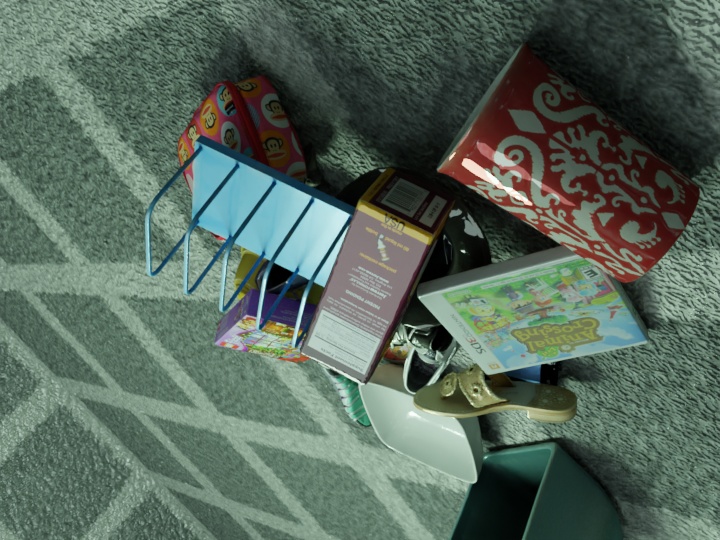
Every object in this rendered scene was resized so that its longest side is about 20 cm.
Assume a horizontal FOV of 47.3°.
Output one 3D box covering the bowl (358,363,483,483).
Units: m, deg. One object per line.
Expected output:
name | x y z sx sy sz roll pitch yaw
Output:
bowl | 0.106 0.228 1.295 0.199 0.075 0.201 16 144 32

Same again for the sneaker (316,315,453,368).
sneaker | 0.037 0.071 1.008 0.076 0.200 0.115 55 178 -37

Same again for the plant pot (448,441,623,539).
plant pot | 0.279 0.403 1.243 0.199 0.197 0.196 35 151 -14

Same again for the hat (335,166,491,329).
hat | 0.061 -0.035 0.966 0.199 0.081 0.202 8 114 17

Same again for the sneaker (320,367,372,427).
sneaker | -0.023 0.176 1.392 0.087 0.074 0.201 37 157 54

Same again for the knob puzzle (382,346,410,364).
knob puzzle | 0.012 0.089 1.243 0.219 0.031 0.220 26 151 16

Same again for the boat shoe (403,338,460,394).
boat shoe | 0.100 0.098 1.110 0.072 0.069 0.200 30 139 1

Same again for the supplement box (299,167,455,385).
supplement box | 0.018 0.007 0.889 0.085 0.110 0.201 26 120 7

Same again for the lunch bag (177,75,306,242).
lunch bag | -0.145 -0.124 1.020 0.200 0.082 0.177 -32 79 55

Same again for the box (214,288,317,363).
box | -0.114 0.082 1.136 0.136 0.039 0.200 15 159 -17

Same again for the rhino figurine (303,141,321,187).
rhino figurine | -0.087 -0.099 1.064 0.200 0.059 0.088 122 131 -59

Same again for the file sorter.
file sorter | -0.122 -0.025 0.909 0.199 0.123 0.139 25 142 6

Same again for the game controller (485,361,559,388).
game controller | 0.203 0.100 1.051 0.104 0.042 0.201 22 146 27

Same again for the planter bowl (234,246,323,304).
planter bowl | -0.130 0.031 1.239 0.200 0.083 0.201 39 157 20

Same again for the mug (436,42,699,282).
mug | 0.191 -0.097 0.753 0.199 0.178 0.134 34 114 -1

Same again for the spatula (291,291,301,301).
spatula | -0.038 0.070 1.174 0.199 0.021 0.057 32 -176 -29

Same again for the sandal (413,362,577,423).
sandal | 0.171 0.143 1.055 0.210 0.078 0.070 3 120 16

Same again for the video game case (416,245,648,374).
video game case | 0.191 0.048 0.903 0.199 0.022 0.182 -16 138 29

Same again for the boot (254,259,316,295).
boot | -0.046 -0.025 1.041 0.200 0.090 0.073 -38 80 36
